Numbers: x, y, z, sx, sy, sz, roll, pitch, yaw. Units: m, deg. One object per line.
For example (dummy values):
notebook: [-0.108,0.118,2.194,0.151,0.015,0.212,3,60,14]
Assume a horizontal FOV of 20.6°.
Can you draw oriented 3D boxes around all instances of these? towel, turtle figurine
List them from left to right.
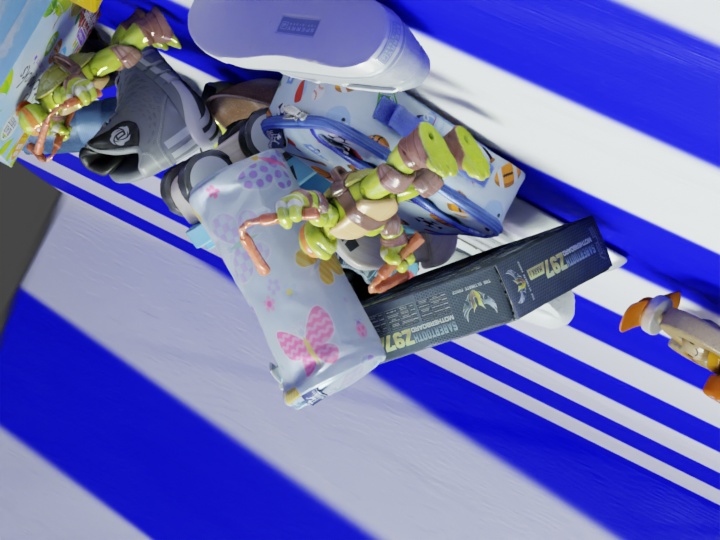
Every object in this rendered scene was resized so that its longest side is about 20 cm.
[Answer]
turtle figurine: [-0.237,-0.161,1.694,0.064,0.161,0.200,51,166,-3]
towel: [-0.249,-0.147,1.971,0.199,0.049,0.112,-3,178,3]
turtle figurine: [0.014,-0.050,1.464,0.200,0.161,0.065,20,-134,-50]

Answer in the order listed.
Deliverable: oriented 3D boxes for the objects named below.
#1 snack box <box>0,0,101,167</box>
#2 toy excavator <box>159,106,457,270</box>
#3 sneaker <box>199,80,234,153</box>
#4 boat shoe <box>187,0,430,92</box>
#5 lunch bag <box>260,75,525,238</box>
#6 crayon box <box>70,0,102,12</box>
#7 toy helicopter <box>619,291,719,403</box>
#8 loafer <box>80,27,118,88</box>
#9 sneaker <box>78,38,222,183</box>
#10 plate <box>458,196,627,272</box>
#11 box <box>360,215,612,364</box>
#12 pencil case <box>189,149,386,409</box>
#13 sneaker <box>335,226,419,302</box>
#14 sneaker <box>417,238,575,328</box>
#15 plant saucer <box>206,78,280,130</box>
snack box: [-0.300,-0.189,1.713,0.068,0.169,0.200,29,173,3]
toy excavator: [-0.042,-0.047,1.674,0.200,0.194,0.100,56,163,-8]
sneaker: [-0.081,-0.119,1.859,0.090,0.078,0.200,-2,155,28]
boat shoe: [-0.034,-0.159,1.344,0.200,0.072,0.068,10,164,42]
lunch bag: [0.023,-0.095,1.560,0.200,0.076,0.160,29,171,-26]
crayon box: [-0.248,-0.256,1.489,0.200,0.051,0.127,28,173,-4]
toy helicopter: [0.286,0.062,1.705,0.132,0.079,0.200,28,178,5]
loafer: [-0.268,-0.210,1.937,0.073,0.072,0.200,-17,-171,-7]
sneaker: [-0.213,-0.143,1.777,0.200,0.115,0.075,46,171,51]
plate: [0.126,-0.037,1.769,0.199,0.032,0.200,27,174,-3]
box: [0.081,0.022,1.600,0.200,0.051,0.158,-20,-178,38]
pencil case: [-0.058,0.007,1.548,0.091,0.200,0.083,-32,170,41]
sneaker: [0.000,0.000,1.812,0.079,0.096,0.200,29,162,10]
sneaker: [0.111,0.009,1.883,0.200,0.081,0.076,31,-157,21]
plant saucer: [-0.037,-0.117,1.731,0.200,0.037,0.200,25,169,5]
